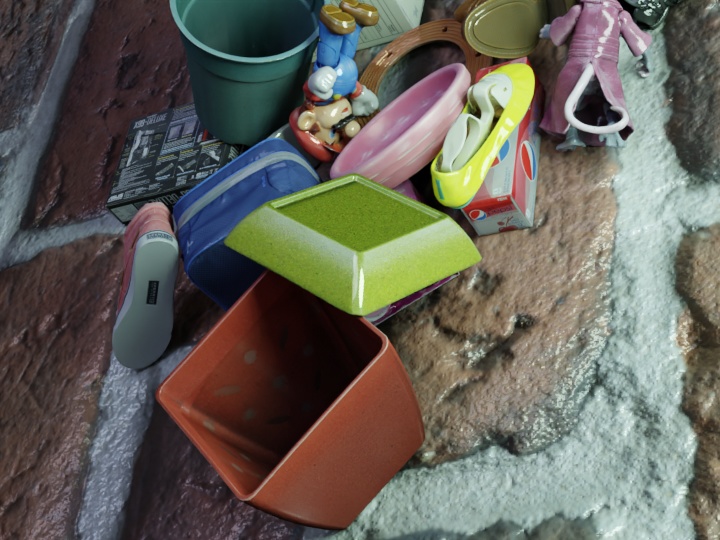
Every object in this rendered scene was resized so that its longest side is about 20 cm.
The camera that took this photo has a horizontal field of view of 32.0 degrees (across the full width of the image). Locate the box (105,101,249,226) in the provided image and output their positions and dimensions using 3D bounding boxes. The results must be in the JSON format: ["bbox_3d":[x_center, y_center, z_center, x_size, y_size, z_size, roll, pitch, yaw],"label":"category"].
[{"bbox_3d":[-0.247,-0.157,1.734,0.197,0.050,0.160,-12,51,28],"label":"box"}]

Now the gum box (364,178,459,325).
[{"bbox_3d":[0.000,0.000,1.421,0.198,0.066,0.114,-32,43,10],"label":"gum box"}]

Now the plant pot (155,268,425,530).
[{"bbox_3d":[-0.051,0.143,1.267,0.200,0.176,0.200,-46,44,-5],"label":"plant pot"}]

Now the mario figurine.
[{"bbox_3d":[-0.018,-0.218,1.522,0.122,0.202,0.106,-2,37,-22],"label":"mario figurine"}]

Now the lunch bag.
[{"bbox_3d":[-0.129,-0.051,1.505,0.198,0.136,0.133,-31,44,13],"label":"lunch bag"}]

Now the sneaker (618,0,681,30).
[{"bbox_3d":[0.347,-0.325,1.436,0.197,0.069,0.101,-4,75,21],"label":"sneaker"}]

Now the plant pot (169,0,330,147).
[{"bbox_3d":[-0.143,-0.278,1.617,0.197,0.197,0.203,3,57,-4],"label":"plant pot"}]

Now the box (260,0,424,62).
[{"bbox_3d":[-0.026,-0.376,1.692,0.197,0.128,0.110,-9,50,29],"label":"box"}]

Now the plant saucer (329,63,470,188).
[{"bbox_3d":[0.054,-0.156,1.447,0.200,0.051,0.201,-38,16,13],"label":"plant saucer"}]

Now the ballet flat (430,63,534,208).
[{"bbox_3d":[0.131,-0.161,1.362,0.066,0.067,0.202,13,65,38],"label":"ballet flat"}]

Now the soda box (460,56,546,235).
[{"bbox_3d":[0.162,-0.142,1.421,0.069,0.063,0.202,-11,52,29],"label":"soda box"}]

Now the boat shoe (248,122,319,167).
[{"bbox_3d":[-0.127,-0.135,1.615,0.200,0.070,0.071,-39,31,-6],"label":"boat shoe"}]

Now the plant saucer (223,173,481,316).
[{"bbox_3d":[-0.006,-0.041,1.284,0.198,0.049,0.199,27,35,35],"label":"plant saucer"}]

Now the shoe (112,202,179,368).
[{"bbox_3d":[-0.262,0.018,1.541,0.092,0.070,0.202,-107,28,-53],"label":"shoe"}]

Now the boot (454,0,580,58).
[{"bbox_3d":[0.160,-0.305,1.506,0.198,0.075,0.154,-19,24,-33],"label":"boot"}]

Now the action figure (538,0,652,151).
[{"bbox_3d":[0.246,-0.235,1.367,0.132,0.149,0.203,6,87,18],"label":"action figure"}]

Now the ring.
[{"bbox_3d":[0.079,-0.237,1.587,0.198,0.019,0.203,-20,47,23],"label":"ring"}]
